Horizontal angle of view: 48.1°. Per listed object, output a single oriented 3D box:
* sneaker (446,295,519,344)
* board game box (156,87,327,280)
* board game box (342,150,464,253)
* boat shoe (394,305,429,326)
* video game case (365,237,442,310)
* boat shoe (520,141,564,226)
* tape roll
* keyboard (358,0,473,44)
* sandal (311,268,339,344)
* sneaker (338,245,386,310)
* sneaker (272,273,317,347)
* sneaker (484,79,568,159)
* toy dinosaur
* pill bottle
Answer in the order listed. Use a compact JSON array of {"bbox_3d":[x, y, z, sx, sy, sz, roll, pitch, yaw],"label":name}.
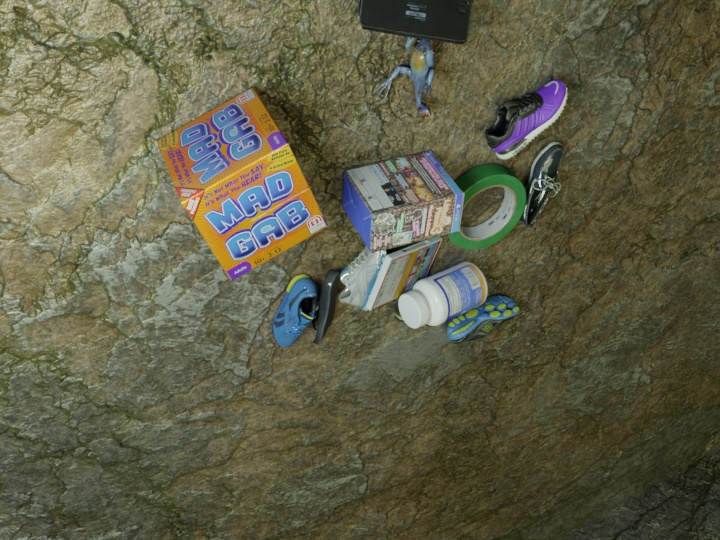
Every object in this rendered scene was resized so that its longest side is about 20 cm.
[{"bbox_3d":[0.311,0.128,2.058,0.198,0.071,0.083,-26,150,-5],"label":"sneaker"},{"bbox_3d":[-0.207,-0.153,1.422,0.198,0.201,0.201,-29,136,-4],"label":"board game box"},{"bbox_3d":[0.082,-0.141,1.623,0.198,0.160,0.098,-14,135,-17],"label":"board game box"},{"bbox_3d":[0.171,0.105,1.950,0.199,0.072,0.067,-12,128,-25],"label":"boat shoe"},{"bbox_3d":[0.099,0.004,1.801,0.199,0.017,0.144,-21,141,-48],"label":"video game case"},{"bbox_3d":[0.410,-0.193,1.826,0.074,0.062,0.201,8,123,-31],"label":"boat shoe"},{"bbox_3d":[0.274,-0.141,1.808,0.198,0.048,0.202,-15,133,-17],"label":"tape roll"},{"bbox_3d":[0.098,-0.468,1.393,0.197,0.021,0.129,6,100,-10],"label":"keyboard"},{"bbox_3d":[-0.083,0.077,1.800,0.042,0.076,0.202,19,126,10],"label":"sandal"},{"bbox_3d":[0.000,0.000,1.768,0.085,0.075,0.202,7,120,-15],"label":"sneaker"},{"bbox_3d":[-0.142,0.106,1.776,0.065,0.079,0.202,0,129,-31],"label":"sneaker"},{"bbox_3d":[0.337,-0.325,1.665,0.200,0.070,0.099,-46,132,13],"label":"sneaker"},{"bbox_3d":[0.125,-0.374,1.500,0.200,0.105,0.182,-45,156,-3],"label":"toy dinosaur"},{"bbox_3d":[0.188,0.061,1.863,0.198,0.112,0.113,-22,137,-30],"label":"pill bottle"}]
